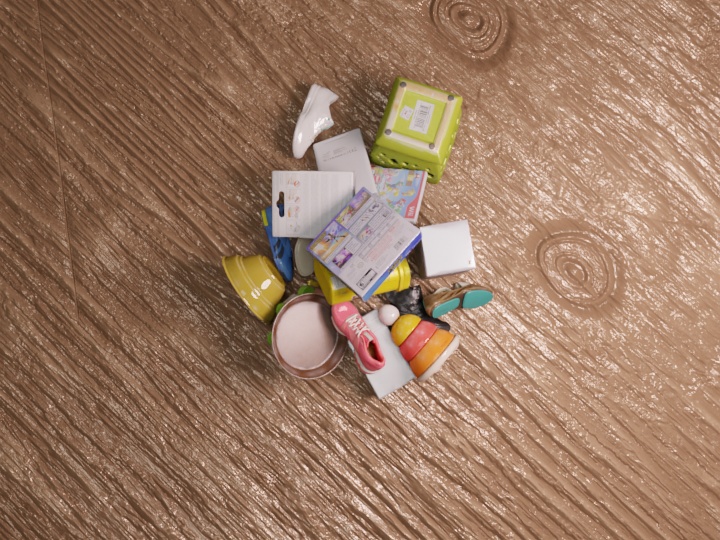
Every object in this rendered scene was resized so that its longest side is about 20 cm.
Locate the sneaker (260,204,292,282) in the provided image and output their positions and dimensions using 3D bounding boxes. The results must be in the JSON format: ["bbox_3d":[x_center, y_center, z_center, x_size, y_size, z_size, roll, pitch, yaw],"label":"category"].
[{"bbox_3d":[-0.194,-0.072,1.462,0.078,0.066,0.202,-15,87,-3],"label":"sneaker"}]

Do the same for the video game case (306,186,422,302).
[{"bbox_3d":[0.008,-0.061,1.289,0.181,0.045,0.200,40,82,21],"label":"video game case"}]

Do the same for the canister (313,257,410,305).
[{"bbox_3d":[0.000,0.000,1.375,0.198,0.087,0.149,-12,44,-17],"label":"canister"}]

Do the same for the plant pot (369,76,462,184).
[{"bbox_3d":[0.141,-0.350,1.409,0.197,0.181,0.202,19,87,3],"label":"plant pot"}]

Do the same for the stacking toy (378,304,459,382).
[{"bbox_3d":[0.126,0.154,1.378,0.200,0.146,0.146,43,89,7],"label":"stacking toy"}]

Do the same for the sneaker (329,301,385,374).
[{"bbox_3d":[0.003,0.148,1.347,0.073,0.087,0.201,-31,90,-27],"label":"sneaker"}]

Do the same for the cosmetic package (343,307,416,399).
[{"bbox_3d":[0.045,0.206,1.435,0.112,0.081,0.201,-28,88,0],"label":"cosmetic package"}]

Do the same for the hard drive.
[{"bbox_3d":[-0.040,-0.254,1.442,0.131,0.027,0.202,-17,64,8],"label":"hard drive"}]

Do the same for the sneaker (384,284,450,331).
[{"bbox_3d":[0.142,0.084,1.447,0.198,0.060,0.105,15,92,6],"label":"sneaker"}]

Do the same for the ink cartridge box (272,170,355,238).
[{"bbox_3d":[-0.112,-0.159,1.376,0.198,0.047,0.162,2,98,7],"label":"ink cartridge box"}]

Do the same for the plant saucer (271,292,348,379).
[{"bbox_3d":[-0.122,0.155,1.355,0.198,0.034,0.203,2,86,-30],"label":"plant saucer"}]

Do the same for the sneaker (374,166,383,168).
[{"bbox_3d":[0.045,-0.168,1.456,0.072,0.071,0.202,1,87,2],"label":"sneaker"}]

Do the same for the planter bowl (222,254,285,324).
[{"bbox_3d":[-0.241,0.025,1.388,0.083,0.200,0.201,-34,87,4],"label":"planter bowl"}]

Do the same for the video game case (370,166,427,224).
[{"bbox_3d":[0.056,-0.190,1.414,0.198,0.017,0.144,8,68,19],"label":"video game case"}]

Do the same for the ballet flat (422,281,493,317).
[{"bbox_3d":[0.239,0.065,1.434,0.198,0.068,0.072,-15,43,-24],"label":"ballet flat"}]

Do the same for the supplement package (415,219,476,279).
[{"bbox_3d":[0.199,-0.046,1.382,0.116,0.200,0.119,-9,87,1],"label":"supplement package"}]

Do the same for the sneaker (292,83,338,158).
[{"bbox_3d":[-0.115,-0.377,1.472,0.088,0.075,0.202,19,86,-2],"label":"sneaker"}]

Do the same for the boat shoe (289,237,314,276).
[{"bbox_3d":[-0.147,-0.089,1.431,0.071,0.059,0.202,-8,101,-36],"label":"boat shoe"}]

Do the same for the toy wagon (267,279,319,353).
[{"bbox_3d":[-0.153,0.119,1.415,0.039,0.155,0.202,14,86,37],"label":"toy wagon"}]
